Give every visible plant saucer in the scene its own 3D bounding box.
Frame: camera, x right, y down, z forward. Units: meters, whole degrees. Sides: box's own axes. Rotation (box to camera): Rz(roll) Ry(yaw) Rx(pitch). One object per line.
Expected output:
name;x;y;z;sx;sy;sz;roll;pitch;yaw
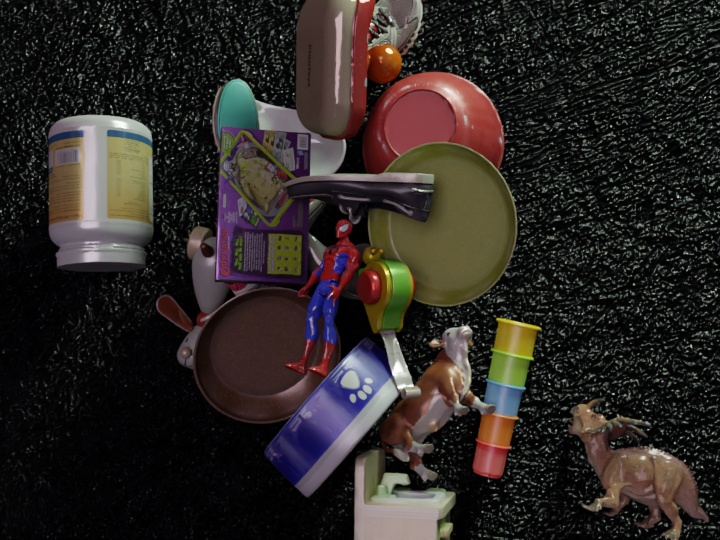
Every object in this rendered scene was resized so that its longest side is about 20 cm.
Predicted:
plant saucer;0.103;-0.057;1.108;0.198;0.031;0.202;4;98;29
plant saucer;-0.127;0.109;1.201;0.198;0.037;0.202;-6;114;-14

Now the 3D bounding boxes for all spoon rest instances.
spoon rest;-0.112;-0.193;1.250;0.199;0.061;0.100;30;82;15

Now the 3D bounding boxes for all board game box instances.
board game box;-0.126;-0.083;1.159;0.119;0.032;0.202;4;80;-16

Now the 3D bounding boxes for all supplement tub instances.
supplement tub;-0.365;-0.105;1.260;0.143;0.145;0.202;-3;84;13

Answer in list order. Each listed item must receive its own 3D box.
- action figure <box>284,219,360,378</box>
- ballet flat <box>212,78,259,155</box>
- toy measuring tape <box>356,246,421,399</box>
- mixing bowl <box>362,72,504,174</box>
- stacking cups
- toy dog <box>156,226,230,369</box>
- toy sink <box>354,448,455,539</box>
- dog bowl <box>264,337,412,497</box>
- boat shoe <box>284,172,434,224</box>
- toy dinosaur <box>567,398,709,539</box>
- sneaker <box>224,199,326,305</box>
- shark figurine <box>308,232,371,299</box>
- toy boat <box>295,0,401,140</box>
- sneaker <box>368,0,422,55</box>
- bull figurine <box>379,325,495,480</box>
action figure;-0.043;0.030;1.121;0.065;0.052;0.202;0;67;43
ballet flat;-0.169;-0.156;1.207;0.067;0.062;0.202;-4;82;-26
toy measuring tape;0.043;0.052;1.078;0.073;0.074;0.201;-23;62;10
mixing bowl;0.087;-0.178;1.183;0.198;0.108;0.202;-1;85;14
stacking cups;0.188;0.166;1.158;0.060;0.060;0.202;10;91;13
toy dog;-0.215;0.034;1.238;0.130;0.096;0.202;-6;83;13
toy sink;0.060;0.333;1.132;0.111;0.130;0.202;-1;84;13
dog bowl;-0.028;0.183;1.124;0.079;0.200;0.200;41;95;5
boat shoe;-0.005;-0.088;1.106;0.198;0.073;0.063;1;96;23
toy dinosaur;0.348;0.246;1.101;0.198;0.086;0.137;18;82;8
sneaker;-0.110;-0.041;1.229;0.080;0.075;0.201;20;67;46
shark figurine;0.018;0.013;1.186;0.212;0.090;0.130;1;104;-3
toy boat;-0.006;-0.270;1.148;0.130;0.130;0.202;-4;104;-28
sneaker;0.007;-0.310;1.225;0.200;0.082;0.078;-45;77;5
bull figurine;0.102;0.170;1.158;0.201;0.065;0.122;-54;34;11
